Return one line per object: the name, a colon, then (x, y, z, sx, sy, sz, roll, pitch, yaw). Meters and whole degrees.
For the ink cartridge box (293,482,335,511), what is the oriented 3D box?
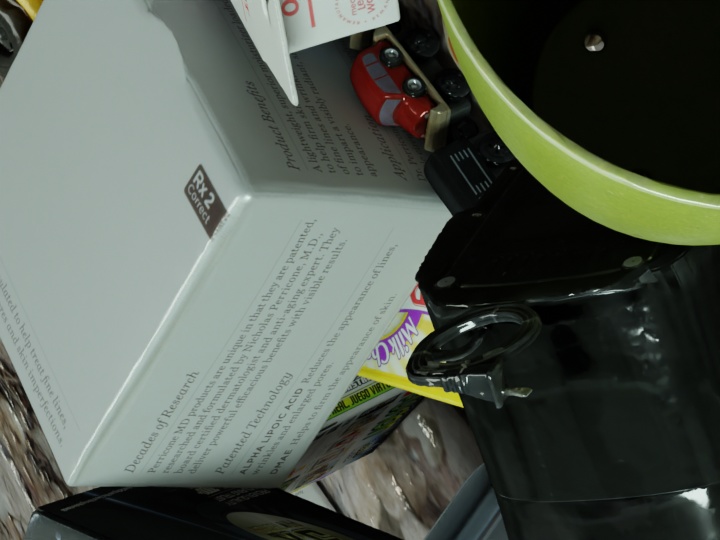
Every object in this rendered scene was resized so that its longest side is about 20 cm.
ink cartridge box: (-0.086, 0.159, 1.756, 0.200, 0.084, 0.146, 53, 158, 30)

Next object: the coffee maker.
coffee maker: (0.098, 0.072, 1.016, 0.135, 0.192, 0.200, 7, 123, 48)

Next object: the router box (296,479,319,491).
router box: (-0.082, 0.018, 1.621, 0.200, 0.052, 0.157, 54, 159, 28)

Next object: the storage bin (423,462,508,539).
storage bin: (0.094, 0.204, 1.303, 0.134, 0.146, 0.200, 25, 145, 19)

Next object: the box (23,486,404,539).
box: (-0.060, 0.169, 1.314, 0.163, 0.200, 0.086, 21, 100, 18)

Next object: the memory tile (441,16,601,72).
memory tile: (0.052, -0.155, 1.118, 0.154, 0.017, 0.200, 66, 161, -2)

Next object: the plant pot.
plant pot: (0.109, -0.082, 0.857, 0.187, 0.187, 0.200, 60, 173, 13)

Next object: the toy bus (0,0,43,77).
toy bus: (-0.117, -0.179, 1.392, 0.192, 0.136, 0.200, 18, 135, 43)

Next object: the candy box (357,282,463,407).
candy box: (0.000, 0.000, 1.324, 0.200, 0.026, 0.103, 13, 107, 52)

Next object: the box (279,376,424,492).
box: (-0.024, 0.084, 1.468, 0.035, 0.110, 0.200, 61, 160, 9)

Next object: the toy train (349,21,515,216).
toy train: (0.020, -0.086, 1.240, 0.200, 0.046, 0.034, 55, 159, 26)

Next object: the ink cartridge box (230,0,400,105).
ink cartridge box: (-0.037, -0.176, 1.188, 0.200, 0.068, 0.115, -118, 14, -48)

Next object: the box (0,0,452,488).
box: (-0.082, -0.031, 1.298, 0.200, 0.130, 0.199, -56, 46, 32)
